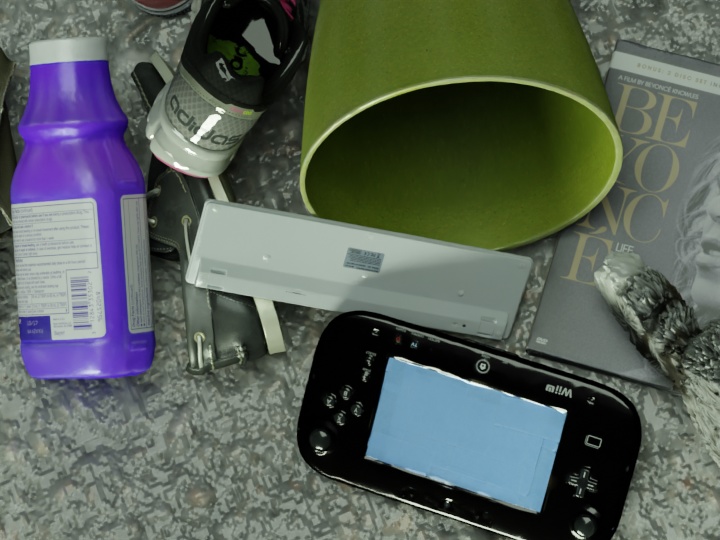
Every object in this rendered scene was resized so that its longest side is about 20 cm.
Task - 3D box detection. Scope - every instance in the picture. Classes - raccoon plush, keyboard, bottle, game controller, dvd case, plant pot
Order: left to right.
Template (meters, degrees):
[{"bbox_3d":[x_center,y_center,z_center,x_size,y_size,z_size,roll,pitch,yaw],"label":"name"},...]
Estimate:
[{"bbox_3d":[-0.167,-0.037,1.679,0.083,0.065,0.202,-3,91,36],"label":"bottle"},{"bbox_3d":[0.000,0.000,1.653,0.199,0.011,0.057,10,113,-13],"label":"keyboard"},{"bbox_3d":[0.050,-0.140,1.662,0.186,0.187,0.201,-9,59,5],"label":"plant pot"},{"bbox_3d":[0.063,0.094,1.644,0.199,0.042,0.105,17,113,11],"label":"game controller"},{"bbox_3d":[0.196,-0.027,1.683,0.148,0.016,0.201,15,78,11],"label":"dvd case"},{"bbox_3d":[0.245,0.036,1.611,0.134,0.097,0.201,-33,81,-15],"label":"raccoon plush"}]

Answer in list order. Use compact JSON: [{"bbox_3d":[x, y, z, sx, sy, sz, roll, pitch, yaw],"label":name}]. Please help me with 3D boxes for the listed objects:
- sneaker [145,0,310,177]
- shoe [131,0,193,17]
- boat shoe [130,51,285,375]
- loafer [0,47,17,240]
[{"bbox_3d":[-0.063,-0.143,1.674,0.074,0.087,0.201,33,44,-10],"label":"sneaker"},{"bbox_3d":[-0.136,-0.263,1.747,0.071,0.091,0.202,-9,75,5],"label":"shoe"},{"bbox_3d":[-0.105,-0.036,1.696,0.067,0.072,0.201,-20,77,2],"label":"boat shoe"},{"bbox_3d":[-0.238,-0.043,1.725,0.069,0.075,0.201,16,75,-21],"label":"loafer"}]
